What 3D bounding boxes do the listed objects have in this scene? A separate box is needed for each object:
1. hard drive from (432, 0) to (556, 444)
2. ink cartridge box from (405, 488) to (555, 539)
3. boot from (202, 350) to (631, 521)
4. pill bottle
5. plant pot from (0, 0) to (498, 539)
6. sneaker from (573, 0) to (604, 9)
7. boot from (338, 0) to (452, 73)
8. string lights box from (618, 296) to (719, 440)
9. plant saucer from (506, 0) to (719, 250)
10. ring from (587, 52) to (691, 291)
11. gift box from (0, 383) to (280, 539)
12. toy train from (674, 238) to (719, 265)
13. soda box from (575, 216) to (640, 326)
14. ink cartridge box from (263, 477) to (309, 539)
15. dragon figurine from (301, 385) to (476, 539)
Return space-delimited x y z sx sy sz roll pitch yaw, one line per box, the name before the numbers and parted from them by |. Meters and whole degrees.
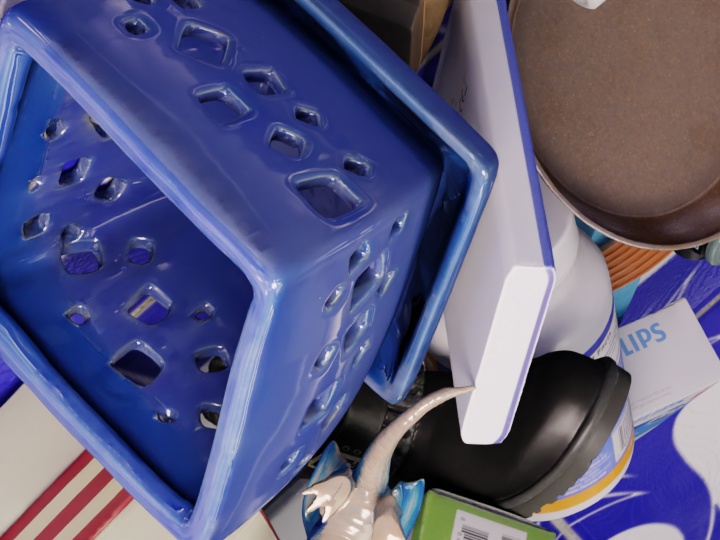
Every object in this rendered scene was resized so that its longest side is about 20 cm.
hard drive | 0.061 -0.033 1.507 0.025 0.201 0.132 2 138 -10
ink cartridge box | 0.021 0.220 1.601 0.075 0.149 0.200 19 154 -12
boot | 0.024 0.067 1.570 0.158 0.080 0.211 37 139 -21
pill bottle | 0.088 0.038 1.663 0.112 0.112 0.201 -32 139 -15
plant pot | -0.059 -0.023 1.421 0.179 0.200 0.201 -27 151 -36
sneaker | 0.116 -0.227 1.476 0.118 0.074 0.201 -46 149 -7
boot | 0.028 -0.177 1.459 0.076 0.073 0.201 -50 163 -43
string lights box | 0.132 0.093 1.881 0.102 0.059 0.200 -21 168 -31
plant saucer | 0.153 -0.111 1.605 0.200 0.201 0.034 -24 -169 -28
ring | 0.105 -0.042 1.679 0.199 0.019 0.201 -7 137 -6
gift box | -0.141 0.190 1.600 0.187 0.184 0.200 -46 147 -13
toy train | 0.236 -0.089 1.804 0.114 0.085 0.201 -35 153 -30
soda box | 0.139 -0.045 1.760 0.068 0.064 0.201 -19 145 -35
ink cartridge box | -0.063 0.239 1.792 0.200 0.043 0.174 -40 122 -36
dragon figurine | -0.003 0.127 1.510 0.099 0.059 0.201 -62 175 -75
